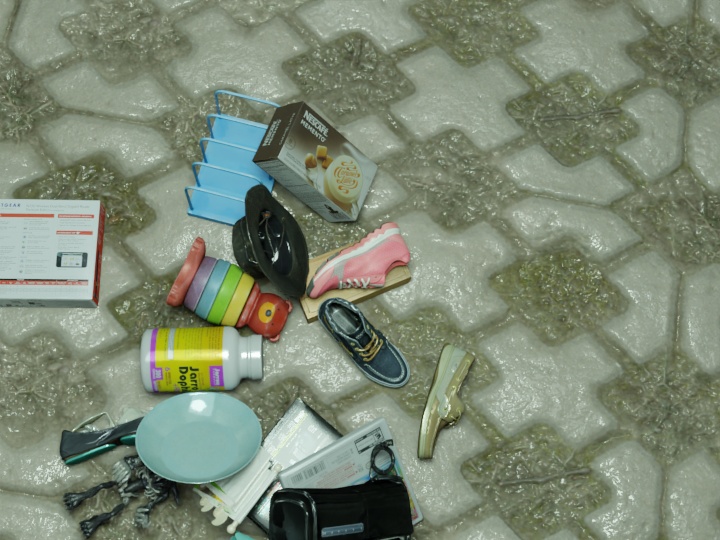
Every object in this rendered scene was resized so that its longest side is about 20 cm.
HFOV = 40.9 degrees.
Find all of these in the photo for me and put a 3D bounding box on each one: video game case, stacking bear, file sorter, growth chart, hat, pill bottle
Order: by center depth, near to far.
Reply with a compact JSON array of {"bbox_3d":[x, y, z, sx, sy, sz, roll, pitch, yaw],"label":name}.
[{"bbox_3d":[-0.208,0.319,1.535,0.145,0.018,0.199,-46,38,-8],"label":"growth chart"},{"bbox_3d":[-0.014,0.361,1.538,0.197,0.024,0.185,-25,99,-22],"label":"video game case"},{"bbox_3d":[-0.261,0.147,1.602,0.196,0.104,0.106,-2,72,-3],"label":"pill bottle"},{"bbox_3d":[-0.164,-0.036,1.608,0.080,0.200,0.204,-21,72,20],"label":"hat"},{"bbox_3d":[-0.214,0.047,1.636,0.197,0.114,0.123,26,75,-6],"label":"stacking bear"},{"bbox_3d":[-0.220,-0.195,1.704,0.136,0.123,0.204,13,73,2],"label":"file sorter"}]

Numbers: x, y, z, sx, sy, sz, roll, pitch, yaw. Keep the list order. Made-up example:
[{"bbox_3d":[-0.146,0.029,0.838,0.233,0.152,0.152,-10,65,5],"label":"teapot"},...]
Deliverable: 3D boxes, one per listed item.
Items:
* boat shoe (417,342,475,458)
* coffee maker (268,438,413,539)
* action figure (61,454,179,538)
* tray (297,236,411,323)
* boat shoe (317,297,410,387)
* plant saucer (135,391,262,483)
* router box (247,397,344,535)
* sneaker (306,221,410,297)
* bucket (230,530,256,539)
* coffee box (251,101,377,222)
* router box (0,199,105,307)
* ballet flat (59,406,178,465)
[{"bbox_3d":[0.144,0.222,1.616,0.065,0.074,0.203,15,72,8],"label":"boat shoe"},{"bbox_3d":[-0.034,0.362,1.434,0.197,0.134,0.195,8,56,-40],"label":"coffee maker"},{"bbox_3d":[-0.361,0.349,1.526,0.197,0.102,0.121,-27,96,-5],"label":"action figure"},{"bbox_3d":[-0.020,0.008,1.695,0.197,0.037,0.100,-22,75,-10],"label":"tray"},{"bbox_3d":[0.008,0.124,1.616,0.200,0.091,0.071,42,81,-3],"label":"boat shoe"},{"bbox_3d":[-0.254,0.273,1.524,0.197,0.039,0.202,3,34,-2],"label":"plant saucer"},{"bbox_3d":[-0.107,0.333,1.573,0.149,0.062,0.201,38,74,9],"label":"router box"},{"bbox_3d":[0.000,0.000,1.643,0.198,0.074,0.087,-33,80,-11],"label":"sneaker"},{"bbox_3d":[-0.161,0.509,1.446,0.133,0.207,0.211,21,72,-4],"label":"bucket"},{"bbox_3d":[-0.076,-0.185,1.673,0.199,0.079,0.116,38,67,-35],"label":"coffee box"},{"bbox_3d":[-0.550,-0.030,1.672,0.196,0.049,0.183,1,72,-3],"label":"router box"},{"bbox_3d":[-0.398,0.261,1.580,0.196,0.073,0.074,-14,73,-5],"label":"ballet flat"}]
